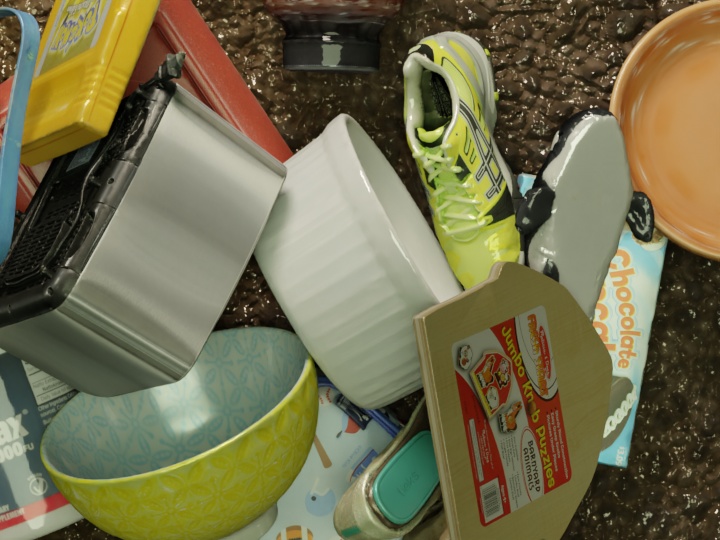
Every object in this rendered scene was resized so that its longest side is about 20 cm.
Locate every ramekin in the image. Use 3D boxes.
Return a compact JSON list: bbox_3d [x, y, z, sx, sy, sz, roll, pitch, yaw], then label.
[{"bbox_3d":[0.000,0.000,1.534,0.097,0.200,0.201,-30,93,9],"label":"ramekin"}]

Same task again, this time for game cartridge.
[{"bbox_3d":[-0.182,-0.175,1.506,0.032,0.176,0.201,27,73,-22],"label":"game cartridge"}]

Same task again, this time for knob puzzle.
[{"bbox_3d":[0.106,0.091,1.485,0.030,0.219,0.222,-3,94,41],"label":"knob puzzle"}]

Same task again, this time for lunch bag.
[{"bbox_3d":[-0.030,0.179,1.602,0.160,0.076,0.200,42,93,-5],"label":"lunch bag"}]

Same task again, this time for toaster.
[{"bbox_3d":[-0.156,-0.024,1.471,0.118,0.200,0.182,33,68,-21],"label":"toaster"}]

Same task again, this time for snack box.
[{"bbox_3d":[0.157,0.037,1.613,0.115,0.037,0.202,9,93,-2],"label":"snack box"}]

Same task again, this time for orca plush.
[{"bbox_3d":[0.154,-0.021,1.565,0.104,0.071,0.202,-16,110,-14],"label":"orca plush"}]

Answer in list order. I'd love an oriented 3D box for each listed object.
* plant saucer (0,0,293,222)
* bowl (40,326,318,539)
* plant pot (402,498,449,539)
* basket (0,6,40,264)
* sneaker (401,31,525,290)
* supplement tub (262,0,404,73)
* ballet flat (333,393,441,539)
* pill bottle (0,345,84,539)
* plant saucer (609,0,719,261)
[{"bbox_3d":[-0.168,-0.084,1.604,0.199,0.037,0.201,-34,94,1],"label":"plant saucer"},{"bbox_3d":[-0.111,0.134,1.501,0.199,0.200,0.108,-19,112,0],"label":"bowl"},{"bbox_3d":[0.100,0.262,1.529,0.183,0.200,0.201,39,92,-13],"label":"plant pot"},{"bbox_3d":[-0.307,-0.094,1.519,0.199,0.139,0.178,5,84,34],"label":"basket"},{"bbox_3d":[0.066,-0.072,1.576,0.075,0.076,0.202,-16,86,33],"label":"sneaker"},{"bbox_3d":[-0.019,-0.243,1.562,0.106,0.107,0.202,2,94,-1],"label":"supplement tub"},{"bbox_3d":[0.046,0.126,1.541,0.200,0.062,0.068,-36,91,-43],"label":"ballet flat"},{"bbox_3d":[-0.263,0.091,1.570,0.119,0.120,0.201,-21,93,0],"label":"pill bottle"},{"bbox_3d":[0.278,-0.099,1.586,0.198,0.037,0.202,0,75,-1],"label":"plant saucer"}]
